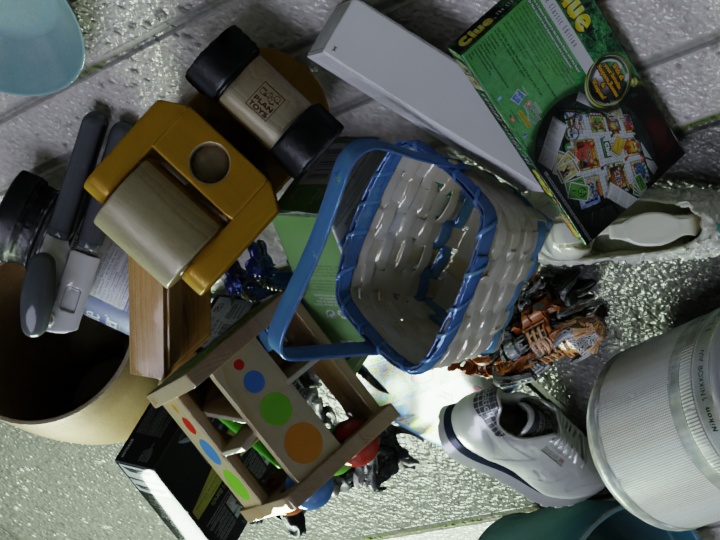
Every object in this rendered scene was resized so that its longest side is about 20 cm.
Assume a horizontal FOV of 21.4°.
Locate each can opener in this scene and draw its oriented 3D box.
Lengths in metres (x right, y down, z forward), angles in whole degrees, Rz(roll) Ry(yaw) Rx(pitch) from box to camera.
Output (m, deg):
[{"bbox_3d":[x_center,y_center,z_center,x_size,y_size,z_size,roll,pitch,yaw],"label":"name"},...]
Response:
[{"bbox_3d":[-0.247,-0.036,1.645,0.053,0.201,0.067,19,-169,2],"label":"can opener"}]

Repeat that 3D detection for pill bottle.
[{"bbox_3d":[-0.235,-0.012,1.738,0.199,0.112,0.112,25,148,-1],"label":"pill bottle"}]

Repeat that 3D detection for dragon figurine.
[{"bbox_3d":[-0.053,0.049,1.697,0.059,0.099,0.200,-7,118,41],"label":"dragon figurine"}]

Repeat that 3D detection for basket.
[{"bbox_3d":[0.033,-0.008,1.438,0.200,0.177,0.139,4,-152,-47],"label":"basket"}]

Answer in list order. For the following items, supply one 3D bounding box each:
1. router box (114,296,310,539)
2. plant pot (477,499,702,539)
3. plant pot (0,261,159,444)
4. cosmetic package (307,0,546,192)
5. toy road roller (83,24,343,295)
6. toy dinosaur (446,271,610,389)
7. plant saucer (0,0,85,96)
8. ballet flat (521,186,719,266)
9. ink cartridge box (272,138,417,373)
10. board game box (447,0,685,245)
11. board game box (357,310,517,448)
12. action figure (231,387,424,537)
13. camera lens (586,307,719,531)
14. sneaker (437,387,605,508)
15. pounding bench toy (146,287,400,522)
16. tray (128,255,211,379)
[{"bbox_3d":[-0.134,0.151,1.823,0.052,0.200,0.157,8,144,35],"label":"router box"},{"bbox_3d":[0.210,0.314,1.862,0.200,0.200,0.188,43,158,-27],"label":"plant pot"},{"bbox_3d":[-0.277,0.095,1.886,0.186,0.187,0.200,12,161,19],"label":"plant pot"},{"bbox_3d":[0.062,-0.129,1.411,0.200,0.051,0.083,31,180,-11],"label":"cosmetic package"},{"bbox_3d":[-0.109,-0.084,1.489,0.123,0.200,0.146,42,178,0],"label":"toy road roller"},{"bbox_3d":[0.122,0.041,1.561,0.199,0.136,0.102,2,142,30],"label":"toy dinosaur"},{"bbox_3d":[-0.308,-0.225,1.550,0.200,0.039,0.201,17,147,11],"label":"plant saucer"},{"bbox_3d":[0.192,-0.037,1.463,0.199,0.072,0.072,-3,139,30],"label":"ballet flat"},{"bbox_3d":[0.000,0.000,1.579,0.059,0.104,0.200,3,130,29],"label":"ink cartridge box"},{"bbox_3d":[0.150,-0.119,1.351,0.200,0.105,0.023,53,175,-36],"label":"board game box"},{"bbox_3d":[0.065,0.088,1.760,0.134,0.034,0.200,30,147,-8],"label":"board game box"},{"bbox_3d":[-0.023,0.174,1.829,0.119,0.200,0.102,20,127,41],"label":"action figure"},{"bbox_3d":[0.293,0.116,1.535,0.160,0.160,0.200,36,146,-17],"label":"camera lens"},{"bbox_3d":[0.166,0.159,1.736,0.200,0.077,0.080,20,138,-35],"label":"sneaker"},{"bbox_3d":[-0.081,0.125,1.602,0.156,0.124,0.200,52,156,-4],"label":"pounding bench toy"},{"bbox_3d":[-0.159,-0.020,1.606,0.037,0.099,0.201,10,113,18],"label":"tray"}]
